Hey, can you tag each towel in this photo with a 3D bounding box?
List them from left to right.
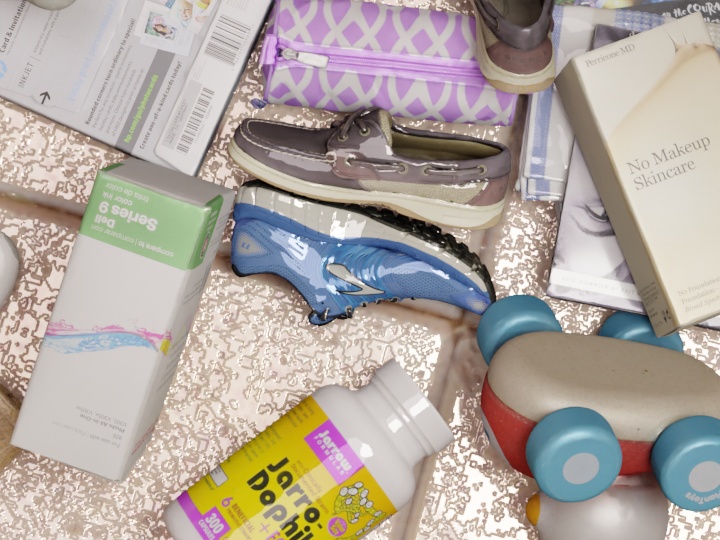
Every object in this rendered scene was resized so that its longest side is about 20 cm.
[{"bbox_3d":[0.217,-0.112,1.718,0.199,0.024,0.147,7,84,-3],"label":"towel"}]

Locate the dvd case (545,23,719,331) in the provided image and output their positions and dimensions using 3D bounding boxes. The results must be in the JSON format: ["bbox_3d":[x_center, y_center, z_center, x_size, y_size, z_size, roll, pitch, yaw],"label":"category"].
[{"bbox_3d":[0.222,-0.065,1.694,0.148,0.016,0.201,11,84,-3],"label":"dvd case"}]

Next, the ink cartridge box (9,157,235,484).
[{"bbox_3d":[-0.163,0.031,1.640,0.087,0.145,0.200,18,98,1],"label":"ink cartridge box"}]

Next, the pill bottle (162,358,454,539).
[{"bbox_3d":[-0.034,0.151,1.675,0.200,0.104,0.104,-38,88,-4],"label":"pill bottle"}]

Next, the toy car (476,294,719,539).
[{"bbox_3d":[0.157,0.150,1.667,0.176,0.184,0.200,5,117,-15],"label":"toy car"}]

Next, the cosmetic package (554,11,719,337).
[{"bbox_3d":[0.221,-0.065,1.648,0.103,0.073,0.200,-22,85,-8],"label":"cosmetic package"}]

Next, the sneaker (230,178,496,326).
[{"bbox_3d":[0.000,0.000,1.709,0.199,0.079,0.089,16,101,2],"label":"sneaker"}]

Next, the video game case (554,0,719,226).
[{"bbox_3d":[0.231,-0.132,1.742,0.199,0.023,0.182,-8,87,-1],"label":"video game case"}]

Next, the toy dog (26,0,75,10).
[{"bbox_3d":[-0.288,-0.229,1.659,0.200,0.096,0.132,-11,66,34],"label":"toy dog"}]

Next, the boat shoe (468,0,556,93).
[{"bbox_3d":[0.103,-0.212,1.676,0.072,0.065,0.200,1,48,-9],"label":"boat shoe"}]

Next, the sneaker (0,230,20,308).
[{"bbox_3d":[-0.331,0.036,1.686,0.200,0.080,0.071,-32,86,-5],"label":"sneaker"}]

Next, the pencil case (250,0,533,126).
[{"bbox_3d":[0.023,-0.151,1.706,0.199,0.085,0.084,4,88,-2],"label":"pencil case"}]

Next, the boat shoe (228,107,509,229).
[{"bbox_3d":[0.009,-0.083,1.670,0.199,0.072,0.065,14,117,-3],"label":"boat shoe"}]

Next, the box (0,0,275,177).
[{"bbox_3d":[-0.181,-0.174,1.723,0.200,0.041,0.156,23,86,-1],"label":"box"}]

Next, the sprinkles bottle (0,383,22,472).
[{"bbox_3d":[-0.317,0.162,1.683,0.068,0.068,0.200,45,86,1],"label":"sprinkles bottle"}]
